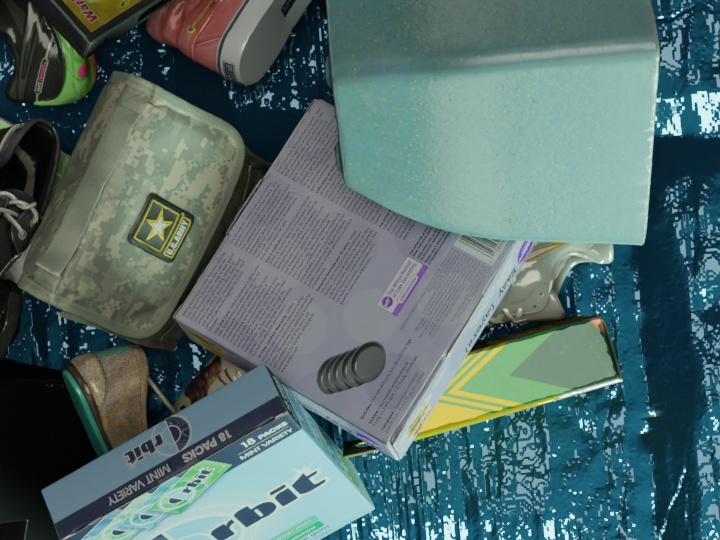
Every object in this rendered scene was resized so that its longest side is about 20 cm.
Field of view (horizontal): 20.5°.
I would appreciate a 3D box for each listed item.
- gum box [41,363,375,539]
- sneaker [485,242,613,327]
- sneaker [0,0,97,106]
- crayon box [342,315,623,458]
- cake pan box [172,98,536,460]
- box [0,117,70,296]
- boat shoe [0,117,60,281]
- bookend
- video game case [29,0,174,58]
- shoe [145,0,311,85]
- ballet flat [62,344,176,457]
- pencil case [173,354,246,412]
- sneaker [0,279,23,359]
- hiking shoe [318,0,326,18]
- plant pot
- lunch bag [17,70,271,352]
[{"bbox_3d":[-0.098,0.156,1.358,0.170,0.200,0.045,-29,61,4],"label":"gum box"},{"bbox_3d":[0.096,0.015,1.441,0.200,0.076,0.092,-39,81,0],"label":"sneaker"},{"bbox_3d":[-0.254,-0.214,1.446,0.084,0.077,0.200,-17,86,2],"label":"sneaker"},{"bbox_3d":[0.077,0.081,1.420,0.200,0.127,0.051,-16,89,-1],"label":"crayon box"},{"bbox_3d":[0.000,0.000,1.363,0.184,0.052,0.200,28,78,18],"label":"cake pan box"},{"bbox_3d":[-0.307,-0.024,1.465,0.144,0.036,0.200,30,91,0],"label":"box"},{"bbox_3d":[-0.250,-0.043,1.350,0.063,0.200,0.073,-34,113,24],"label":"boat shoe"},{"bbox_3d":[-0.268,0.164,1.374,0.092,0.199,0.200,9,90,19],"label":"bookend"},{"bbox_3d":[-0.184,-0.262,1.355,0.181,0.026,0.200,-38,81,-30],"label":"video game case"},{"bbox_3d":[-0.071,-0.232,1.448,0.091,0.071,0.200,26,73,22],"label":"shoe"},{"bbox_3d":[-0.155,0.130,1.412,0.067,0.200,0.068,-27,47,-19],"label":"ballet flat"},{"bbox_3d":[-0.050,0.048,1.438,0.078,0.089,0.200,37,90,-6],"label":"pencil case"},{"bbox_3d":[-0.279,0.027,1.356,0.099,0.200,0.071,22,96,-11],"label":"sneaker"},{"bbox_3d":[-0.010,-0.264,1.381,0.074,0.087,0.200,-3,95,-27],"label":"hiking shoe"},{"bbox_3d":[0.077,-0.140,1.292,0.200,0.196,0.197,-5,53,0],"label":"plant pot"},{"bbox_3d":[-0.154,-0.039,1.378,0.117,0.200,0.164,26,89,10],"label":"lunch bag"}]
